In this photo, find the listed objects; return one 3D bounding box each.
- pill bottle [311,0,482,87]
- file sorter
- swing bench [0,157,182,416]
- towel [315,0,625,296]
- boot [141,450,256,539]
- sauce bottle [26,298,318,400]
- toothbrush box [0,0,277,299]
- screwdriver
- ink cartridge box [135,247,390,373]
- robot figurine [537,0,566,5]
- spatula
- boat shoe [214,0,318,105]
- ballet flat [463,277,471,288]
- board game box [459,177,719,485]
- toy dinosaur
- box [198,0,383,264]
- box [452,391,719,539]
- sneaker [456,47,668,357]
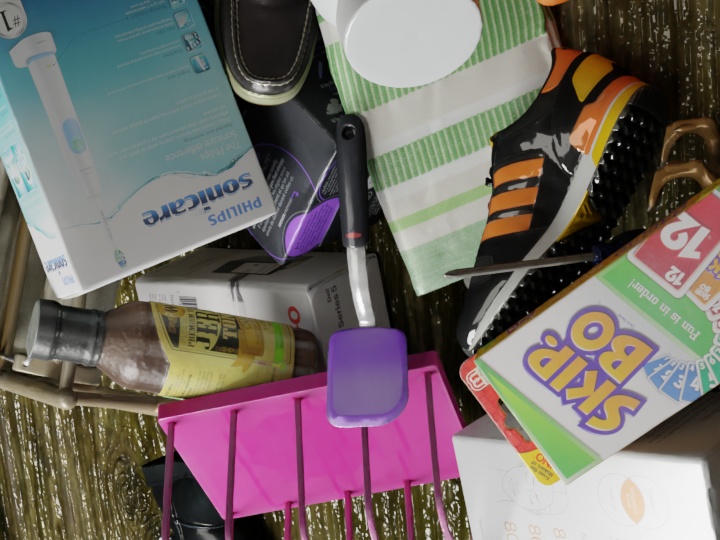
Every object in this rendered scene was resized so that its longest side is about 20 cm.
[{"bbox_3d":[0.015,-0.211,0.975,0.111,0.110,0.202,-55,35,43],"label":"pill bottle"},{"bbox_3d":[-0.024,0.162,1.105,0.198,0.126,0.140,-12,140,11],"label":"file sorter"},{"bbox_3d":[-0.220,-0.001,1.235,0.199,0.129,0.202,5,85,43],"label":"swing bench"},{"bbox_3d":[0.069,-0.105,1.045,0.151,0.023,0.202,-22,95,11],"label":"towel"},{"bbox_3d":[-0.108,0.227,1.381,0.198,0.073,0.164,-20,92,54],"label":"boot"},{"bbox_3d":[-0.128,0.056,1.117,0.065,0.198,0.066,-170,90,-70],"label":"sauce bottle"},{"bbox_3d":[-0.163,-0.101,1.067,0.202,0.145,0.085,68,158,-4],"label":"toothbrush box"},{"bbox_3d":[0.129,-0.006,0.960,0.029,0.199,0.028,21,111,45],"label":"screwdriver"},{"bbox_3d":[-0.069,0.065,1.261,0.199,0.084,0.147,3,111,43],"label":"ink cartridge box"},{"bbox_3d":[0.112,-0.258,0.921,0.115,0.144,0.202,-17,98,7],"label":"robot figurine"},{"bbox_3d":[0.000,0.000,1.050,0.056,0.021,0.203,-2,96,15],"label":"spatula"},{"bbox_3d":[-0.060,-0.210,1.072,0.065,0.072,0.202,104,168,-70],"label":"boat shoe"},{"bbox_3d":[0.123,0.043,1.066,0.201,0.069,0.070,57,140,36],"label":"ballet flat"},{"bbox_3d":[0.159,0.043,0.953,0.199,0.030,0.096,-37,93,21],"label":"board game box"},{"bbox_3d":[0.229,-0.063,0.953,0.105,0.060,0.202,12,119,14],"label":"toy dinosaur"},{"bbox_3d":[-0.065,-0.124,1.155,0.200,0.106,0.123,46,134,19],"label":"box"},{"bbox_3d":[0.178,0.164,1.054,0.199,0.106,0.154,1,108,44],"label":"box"},{"bbox_3d":[0.107,-0.043,1.008,0.090,0.070,0.201,40,107,34],"label":"sneaker"}]
